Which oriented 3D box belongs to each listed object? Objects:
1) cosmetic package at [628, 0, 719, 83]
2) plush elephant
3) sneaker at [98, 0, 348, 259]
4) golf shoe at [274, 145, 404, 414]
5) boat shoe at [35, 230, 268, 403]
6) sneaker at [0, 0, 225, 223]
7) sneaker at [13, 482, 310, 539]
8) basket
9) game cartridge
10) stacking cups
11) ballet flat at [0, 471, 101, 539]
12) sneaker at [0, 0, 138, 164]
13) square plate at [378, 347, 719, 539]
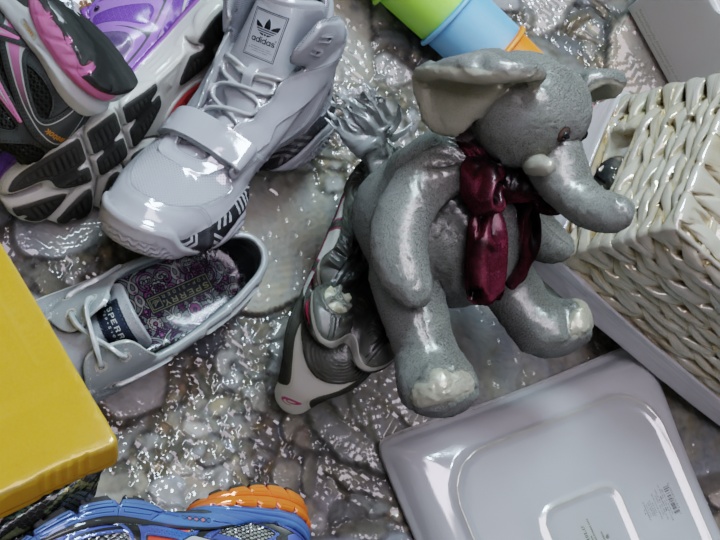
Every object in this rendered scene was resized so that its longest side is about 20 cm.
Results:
[{"bbox_3d":[0.292,-0.176,1.373,0.200,0.085,0.108,-23,83,-27],"label":"cosmetic package"},{"bbox_3d":[0.079,-0.047,1.117,0.165,0.155,0.200,-11,69,-50],"label":"plush elephant"},{"bbox_3d":[-0.073,-0.093,1.146,0.075,0.115,0.200,27,39,18],"label":"sneaker"},{"bbox_3d":[0.000,0.000,1.201,0.077,0.088,0.200,38,40,-5],"label":"golf shoe"},{"bbox_3d":[-0.136,0.029,1.130,0.201,0.072,0.070,-30,86,-28],"label":"boat shoe"},{"bbox_3d":[-0.142,-0.108,1.185,0.083,0.081,0.200,32,63,19],"label":"sneaker"},{"bbox_3d":[-0.106,0.163,1.082,0.200,0.075,0.078,-8,53,-27],"label":"sneaker"},{"bbox_3d":[0.224,-0.010,1.246,0.200,0.123,0.136,37,62,-23],"label":"basket"},{"bbox_3d":[-0.250,0.067,1.050,0.200,0.032,0.176,-23,61,-22],"label":"game cartridge"},{"bbox_3d":[0.070,-0.146,1.281,0.200,0.061,0.061,42,62,-6],"label":"stacking cups"},{"bbox_3d":[-0.215,0.135,1.063,0.200,0.074,0.074,-25,84,-21],"label":"ballet flat"},{"bbox_3d":[-0.207,-0.137,1.131,0.080,0.086,0.200,31,18,-50],"label":"sneaker"},{"bbox_3d":[0.132,0.160,1.228,0.198,0.028,0.200,-18,81,-26],"label":"square plate"}]
